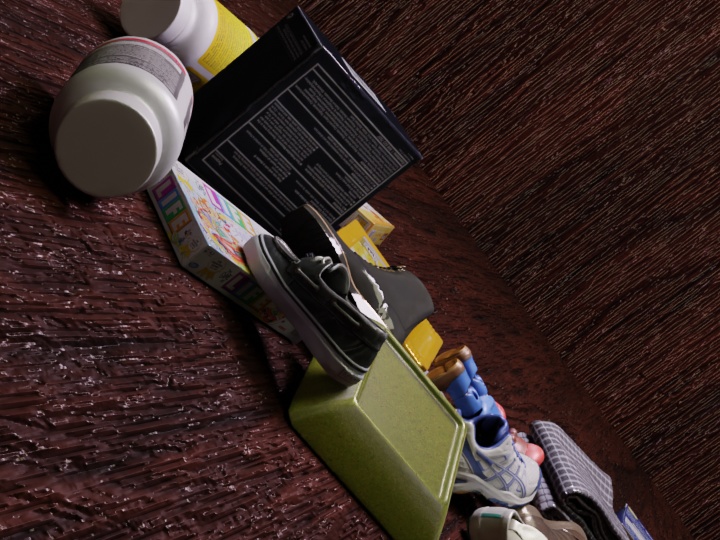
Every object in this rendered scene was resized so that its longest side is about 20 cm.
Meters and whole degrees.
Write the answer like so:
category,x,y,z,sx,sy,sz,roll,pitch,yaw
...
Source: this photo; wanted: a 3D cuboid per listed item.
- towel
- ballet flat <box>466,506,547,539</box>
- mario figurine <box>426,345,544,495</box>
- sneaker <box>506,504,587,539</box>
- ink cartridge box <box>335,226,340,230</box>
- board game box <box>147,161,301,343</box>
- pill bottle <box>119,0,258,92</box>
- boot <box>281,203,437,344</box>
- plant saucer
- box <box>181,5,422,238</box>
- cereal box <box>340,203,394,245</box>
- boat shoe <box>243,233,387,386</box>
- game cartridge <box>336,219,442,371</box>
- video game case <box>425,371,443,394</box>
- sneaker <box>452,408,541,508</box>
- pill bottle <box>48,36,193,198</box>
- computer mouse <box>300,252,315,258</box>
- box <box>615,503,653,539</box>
category,x,y,z,sx,sy,sz,roll,pitch,yaw
towel,0.310,0.325,1.951,0.200,0.086,0.166,46,13,-34
ballet flat,0.196,0.326,1.476,0.200,0.069,0.069,46,12,-23
mario figurine,0.136,0.200,1.640,0.200,0.123,0.106,59,-30,-8
sneaker,0.217,0.336,1.608,0.200,0.070,0.076,32,39,-50
ink cartridge box,-0.002,0.002,1.815,0.200,0.037,0.095,41,15,-41
board game box,-0.127,-0.020,1.333,0.200,0.034,0.135,39,16,-52
pill bottle,-0.203,-0.279,1.651,0.112,0.112,0.200,58,11,26
boot,0.000,0.000,1.565,0.138,0.077,0.200,-36,101,-49
plant saucer,0.033,0.145,1.289,0.200,0.048,0.200,50,27,-14
box,-0.075,-0.154,1.547,0.200,0.198,0.123,45,10,-36
cereal box,-0.049,-0.113,1.871,0.200,0.040,0.144,42,9,8
boat shoe,-0.037,0.022,1.260,0.200,0.071,0.072,50,9,36
game cartridge,0.027,0.033,1.685,0.200,0.032,0.176,52,14,-2
video game case,0.040,0.109,1.667,0.200,0.024,0.182,56,11,15
sneaker,0.151,0.206,1.508,0.200,0.088,0.075,17,22,-48
pill bottle,-0.202,-0.128,1.149,0.111,0.111,0.200,49,10,-17
computer mouse,-0.011,0.079,1.440,0.200,0.053,0.139,53,1,-16
box,0.480,0.475,2.340,0.121,0.032,0.200,54,12,8
